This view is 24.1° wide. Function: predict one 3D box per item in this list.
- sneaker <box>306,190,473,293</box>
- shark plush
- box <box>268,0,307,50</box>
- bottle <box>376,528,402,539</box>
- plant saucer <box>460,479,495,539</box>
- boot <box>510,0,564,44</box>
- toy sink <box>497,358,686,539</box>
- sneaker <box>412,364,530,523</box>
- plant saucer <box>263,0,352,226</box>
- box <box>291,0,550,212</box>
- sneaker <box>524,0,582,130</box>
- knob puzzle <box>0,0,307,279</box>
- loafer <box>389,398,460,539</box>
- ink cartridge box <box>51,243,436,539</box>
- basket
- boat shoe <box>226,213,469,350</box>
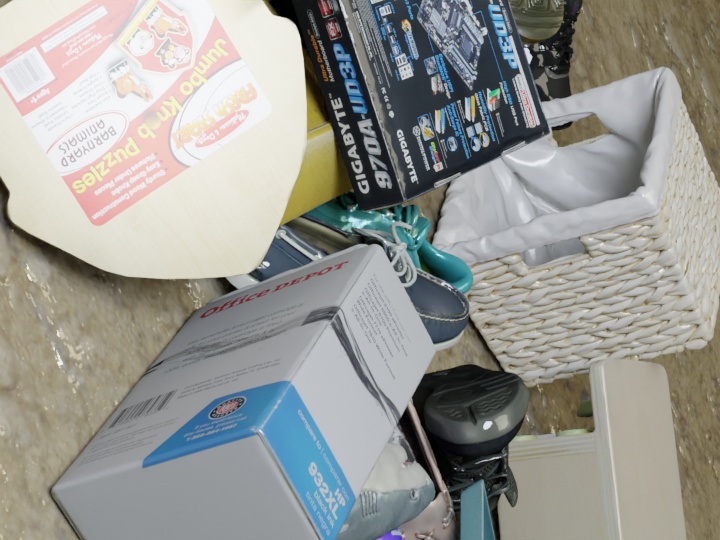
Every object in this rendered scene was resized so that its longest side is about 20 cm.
[{"bbox_3d":[0.007,-0.032,1.206,0.200,0.079,0.078,40,41,-41],"label":"sneaker"},{"bbox_3d":[-0.031,0.167,0.980,0.084,0.091,0.200,57,46,-20],"label":"shark plush"},{"bbox_3d":[0.000,-0.205,1.266,0.200,0.107,0.149,20,56,-55],"label":"box"},{"bbox_3d":[-0.002,0.188,1.067,0.084,0.065,0.201,63,15,-75],"label":"bottle"},{"bbox_3d":[0.087,0.220,1.178,0.200,0.019,0.070,73,17,-56],"label":"plant saucer"},{"bbox_3d":[0.108,-0.252,1.372,0.066,0.200,0.176,11,87,-15],"label":"boot"},{"bbox_3d":[0.178,0.178,1.332,0.130,0.111,0.201,9,74,-57],"label":"toy sink"},{"bbox_3d":[0.082,0.130,1.182,0.199,0.076,0.115,177,-101,-81],"label":"sneaker"},{"bbox_3d":[-0.089,-0.124,1.066,0.200,0.048,0.200,52,31,4],"label":"plant saucer"},{"bbox_3d":[0.035,-0.158,1.106,0.159,0.046,0.201,-27,102,-42],"label":"box"},{"bbox_3d":[0.175,-0.234,1.596,0.076,0.087,0.201,-34,103,-60],"label":"sneaker"},{"bbox_3d":[-0.118,-0.084,0.964,0.218,0.030,0.221,-1,92,-17],"label":"knob puzzle"},{"bbox_3d":[0.025,0.146,1.130,0.072,0.063,0.201,-17,83,-26],"label":"loafer"},{"bbox_3d":[-0.059,0.083,0.959,0.084,0.144,0.200,60,31,-18],"label":"ink cartridge box"},{"bbox_3d":[0.188,-0.035,1.400,0.161,0.197,0.200,59,31,-29],"label":"basket"},{"bbox_3d":[0.000,0.000,1.133,0.199,0.062,0.075,20,28,-29],"label":"boat shoe"}]
